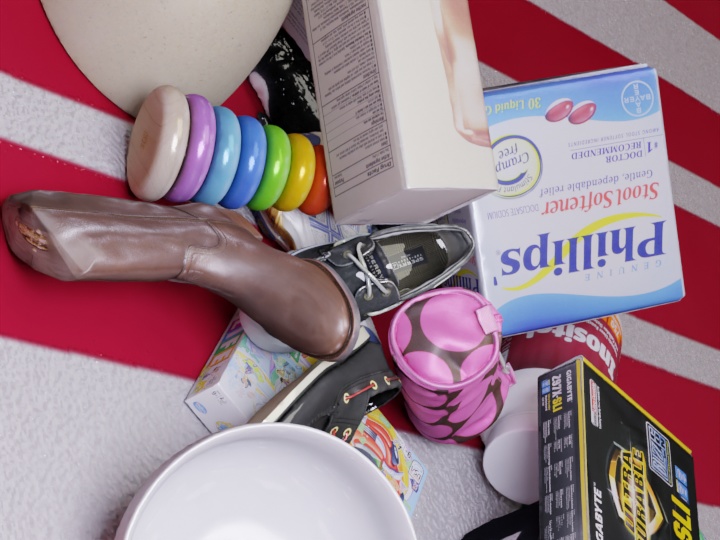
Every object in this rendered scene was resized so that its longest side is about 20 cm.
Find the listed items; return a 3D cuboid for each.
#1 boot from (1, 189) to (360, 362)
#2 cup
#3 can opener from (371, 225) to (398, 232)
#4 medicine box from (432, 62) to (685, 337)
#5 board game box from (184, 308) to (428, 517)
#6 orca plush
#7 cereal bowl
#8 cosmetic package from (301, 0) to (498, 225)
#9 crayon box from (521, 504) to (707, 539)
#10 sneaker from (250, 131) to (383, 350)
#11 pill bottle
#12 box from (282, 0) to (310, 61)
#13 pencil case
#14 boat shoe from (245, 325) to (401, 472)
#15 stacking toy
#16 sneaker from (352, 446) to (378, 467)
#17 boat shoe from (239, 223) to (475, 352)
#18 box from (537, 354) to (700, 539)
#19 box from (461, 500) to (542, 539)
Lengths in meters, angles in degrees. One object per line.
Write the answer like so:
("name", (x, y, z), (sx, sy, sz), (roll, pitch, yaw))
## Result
("boot", (-0.122, 0.002, 1.197), (0.200, 0.064, 0.186), (7, 19, -47))
("cup", (-0.128, -0.229, 1.380), (0.200, 0.143, 0.200), (37, 38, -36))
("can opener", (0.032, -0.059, 1.451), (0.079, 0.200, 0.063), (41, 58, 0))
("medicine box", (0.158, -0.060, 1.515), (0.182, 0.103, 0.200), (-11, 97, -16))
("board game box", (-0.035, 0.124, 1.341), (0.200, 0.034, 0.134), (51, 32, -18))
("orca plush", (-0.045, -0.168, 1.526), (0.105, 0.071, 0.200), (-2, 67, -57))
("cereal bowl", (-0.067, 0.196, 1.144), (0.200, 0.083, 0.200), (4, 81, -23))
("cosmetic package", (0.026, -0.141, 1.318), (0.087, 0.103, 0.200), (-1, 78, -34))
("crayon box", (0.240, 0.259, 1.565), (0.200, 0.119, 0.058), (56, 31, -10))
("sneaker", (-0.016, -0.017, 1.412), (0.088, 0.075, 0.200), (-24, 87, -18))
("pill bottle", (0.164, 0.106, 1.579), (0.113, 0.113, 0.200), (49, 32, -21))
("box", (0.010, -0.266, 1.658), (0.113, 0.101, 0.200), (52, 32, -17))
("pencil case", (0.073, 0.073, 1.409), (0.200, 0.094, 0.091), (71, 7, -74))
("boat shoe", (-0.027, 0.098, 1.267), (0.063, 0.074, 0.201), (54, 26, 2))
("stacking toy", (-0.066, -0.074, 1.338), (0.200, 0.085, 0.085), (12, 52, -24))
("sneaker", (-0.016, 0.222, 1.235), (0.078, 0.066, 0.200), (43, 50, -62))
("boat shoe", (0.000, 0.000, 1.339), (0.200, 0.071, 0.072), (-25, 87, -37))
("box", (0.202, 0.189, 1.403), (0.160, 0.049, 0.200), (42, 36, -33))
("box", (0.140, 0.305, 1.376), (0.200, 0.117, 0.197), (58, 30, -5))
